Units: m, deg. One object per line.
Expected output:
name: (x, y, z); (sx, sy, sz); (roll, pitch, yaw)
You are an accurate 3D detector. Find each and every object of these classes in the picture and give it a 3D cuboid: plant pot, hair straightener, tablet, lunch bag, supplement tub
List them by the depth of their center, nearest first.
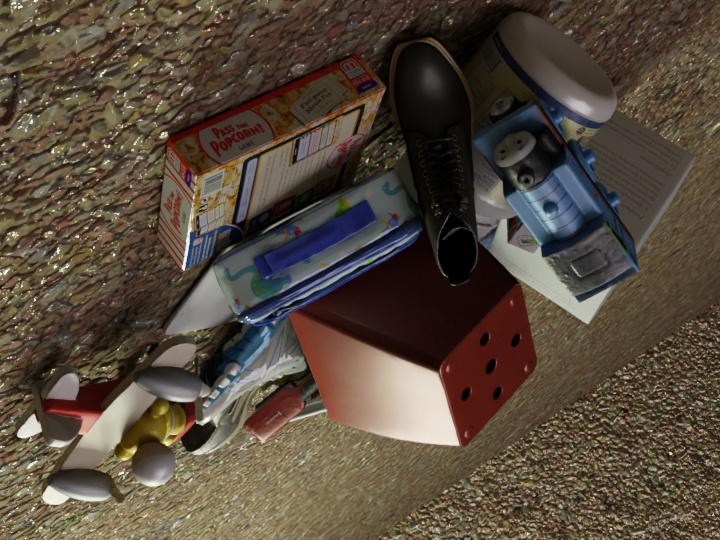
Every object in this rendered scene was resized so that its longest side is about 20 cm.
lunch bag: (-0.041, -0.021, 1.169); (0.200, 0.083, 0.161); (-29, -179, -5)
supplement tub: (0.145, -0.144, 1.250); (0.200, 0.145, 0.145); (-49, 159, 28)
tablet: (-0.116, -0.005, 1.298); (0.130, 0.014, 0.200); (-11, 148, -54)
plant pot: (0.072, 0.068, 1.304); (0.200, 0.176, 0.200); (-44, 138, -26)
hair straightener: (-0.059, 0.119, 1.429); (0.200, 0.041, 0.077); (-47, -174, 30)

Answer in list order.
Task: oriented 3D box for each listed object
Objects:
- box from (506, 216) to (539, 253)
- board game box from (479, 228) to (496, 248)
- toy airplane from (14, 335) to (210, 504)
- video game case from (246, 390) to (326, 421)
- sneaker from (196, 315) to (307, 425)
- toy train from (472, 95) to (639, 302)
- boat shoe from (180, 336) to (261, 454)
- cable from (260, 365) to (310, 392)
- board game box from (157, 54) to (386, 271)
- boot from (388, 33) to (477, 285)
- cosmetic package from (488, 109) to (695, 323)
box: (0.202, -0.126, 1.368); (0.035, 0.200, 0.110); (22, 133, -15)
board game box: (0.084, -0.006, 1.619); (0.200, 0.043, 0.199); (-24, 156, -36)
toy airplane: (-0.242, 0.157, 1.244); (0.199, 0.141, 0.200); (-31, 160, -19)
video game case: (-0.033, 0.149, 1.602); (0.182, 0.023, 0.200); (-19, -173, 21)
sneaker: (-0.109, 0.103, 1.378); (0.200, 0.087, 0.075); (-49, -156, 5)
toy train: (0.182, -0.071, 1.141); (0.087, 0.200, 0.114); (-30, -153, 20)
boat shoe: (-0.168, 0.140, 1.470); (0.073, 0.075, 0.200); (4, 126, -51)
cable: (-0.045, 0.086, 1.579); (0.200, 0.050, 0.097); (-42, 163, 17)
board game box: (-0.081, -0.095, 1.100); (0.200, 0.046, 0.152); (-28, 159, -28)
boot: (0.076, -0.101, 1.117); (0.077, 0.138, 0.200); (-15, 119, 7)
cosmetic package: (0.288, -0.077, 1.562); (0.200, 0.165, 0.165); (-51, 167, -22)
